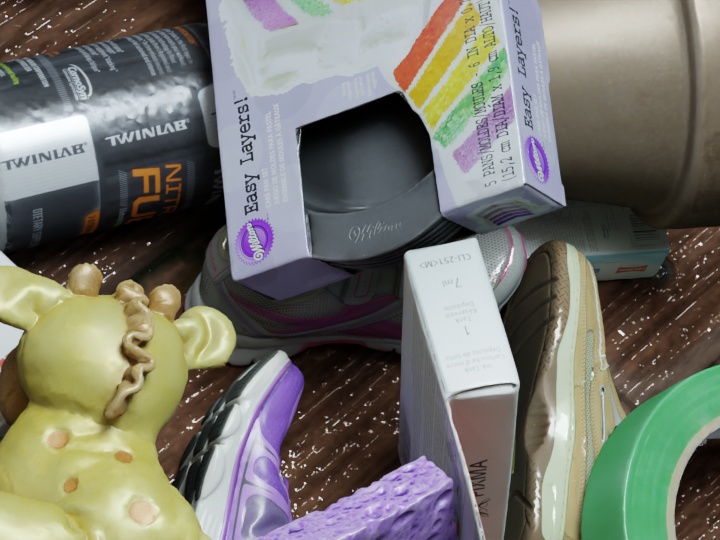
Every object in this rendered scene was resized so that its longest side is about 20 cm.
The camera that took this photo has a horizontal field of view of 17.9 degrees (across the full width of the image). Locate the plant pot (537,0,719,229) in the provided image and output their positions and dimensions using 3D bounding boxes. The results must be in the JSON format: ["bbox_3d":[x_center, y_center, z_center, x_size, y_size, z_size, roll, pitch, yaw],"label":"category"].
[{"bbox_3d":[0.117,-0.113,1.299,0.174,0.200,0.201,-7,62,-12],"label":"plant pot"}]

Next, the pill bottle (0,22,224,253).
[{"bbox_3d":[-0.128,-0.082,1.314,0.200,0.106,0.106,-15,65,-20],"label":"pill bottle"}]

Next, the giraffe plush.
[{"bbox_3d":[-0.143,0.084,1.118,0.172,0.200,0.163,27,58,-49],"label":"giraffe plush"}]

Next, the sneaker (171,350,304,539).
[{"bbox_3d":[-0.061,0.141,1.231,0.083,0.081,0.200,20,66,-16],"label":"sneaker"}]

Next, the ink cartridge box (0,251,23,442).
[{"bbox_3d":[-0.263,0.034,1.228,0.200,0.084,0.144,42,60,12],"label":"ink cartridge box"}]

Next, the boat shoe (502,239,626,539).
[{"bbox_3d":[0.121,0.083,1.306,0.076,0.072,0.200,15,69,-20],"label":"boat shoe"}]

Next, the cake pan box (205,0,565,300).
[{"bbox_3d":[0.009,-0.095,1.215,0.052,0.184,0.200,23,56,-53],"label":"cake pan box"}]

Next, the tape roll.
[{"bbox_3d":[0.220,0.153,1.256,0.200,0.048,0.201,9,68,-22],"label":"tape roll"}]

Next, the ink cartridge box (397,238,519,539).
[{"bbox_3d":[0.057,0.110,1.178,0.043,0.200,0.174,-11,56,-7],"label":"ink cartridge box"}]

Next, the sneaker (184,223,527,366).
[{"bbox_3d":[0.000,0.000,1.295,0.200,0.088,0.081,-11,63,-10],"label":"sneaker"}]

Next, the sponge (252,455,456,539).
[{"bbox_3d":[-0.002,0.190,1.134,0.111,0.200,0.030,-26,43,-24],"label":"sponge"}]

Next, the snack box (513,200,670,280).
[{"bbox_3d":[0.109,-0.086,1.411,0.116,0.037,0.200,-4,62,-17],"label":"snack box"}]
